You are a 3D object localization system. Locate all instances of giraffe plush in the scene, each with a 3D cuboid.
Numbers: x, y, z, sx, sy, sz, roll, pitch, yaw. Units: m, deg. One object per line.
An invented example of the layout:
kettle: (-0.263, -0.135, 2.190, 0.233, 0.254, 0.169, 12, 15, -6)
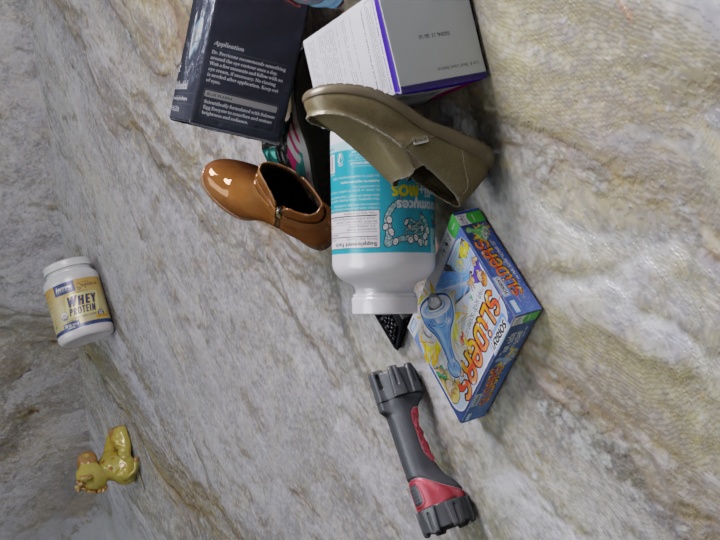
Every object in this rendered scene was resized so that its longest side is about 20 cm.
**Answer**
giraffe plush: (-0.681, 0.525, 3.036, 0.200, 0.161, 0.174, 52, 146, 43)

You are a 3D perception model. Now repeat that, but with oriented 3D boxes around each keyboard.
keyboard: (0.000, 0.000, 1.426, 0.201, 0.039, 0.105, 58, 151, 33)

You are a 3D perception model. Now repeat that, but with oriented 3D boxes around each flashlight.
flashlight: (0.074, 0.210, 1.357, 0.068, 0.067, 0.202, 43, -153, -69)

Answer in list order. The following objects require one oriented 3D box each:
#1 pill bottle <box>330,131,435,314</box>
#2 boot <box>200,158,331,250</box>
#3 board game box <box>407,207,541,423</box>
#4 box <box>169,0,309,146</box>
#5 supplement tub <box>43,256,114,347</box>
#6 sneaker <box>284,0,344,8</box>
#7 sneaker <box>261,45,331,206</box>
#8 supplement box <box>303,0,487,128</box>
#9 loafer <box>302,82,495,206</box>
pill bottle: (0.024, -0.055, 1.201, 0.111, 0.110, 0.202, 178, 91, -65)
boot: (-0.118, -0.095, 1.390, 0.199, 0.077, 0.155, 36, 172, 10)
board game box: (0.115, 0.051, 1.209, 0.136, 0.034, 0.201, 61, 152, 31)
box: (-0.150, -0.267, 1.405, 0.197, 0.116, 0.202, -153, 75, -72)
supplement tub: (-0.715, 0.079, 2.892, 0.144, 0.143, 0.202, -39, 68, 64)
sneaker: (-0.055, -0.372, 1.176, 0.079, 0.095, 0.202, 21, 115, 59)
sneaker: (-0.074, -0.187, 1.442, 0.120, 0.083, 0.202, 21, 123, 50)
supplement box: (0.029, -0.216, 1.170, 0.200, 0.100, 0.104, -11, 92, 65)
loafer: (0.034, -0.120, 1.100, 0.076, 0.198, 0.068, 149, 140, -75)
